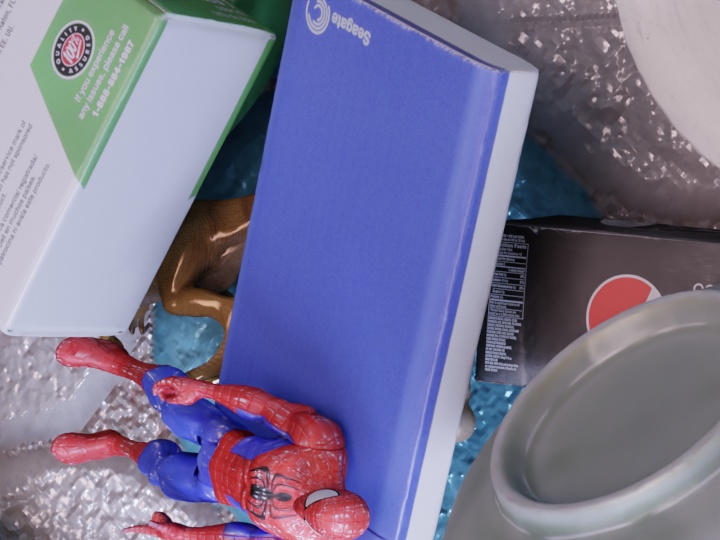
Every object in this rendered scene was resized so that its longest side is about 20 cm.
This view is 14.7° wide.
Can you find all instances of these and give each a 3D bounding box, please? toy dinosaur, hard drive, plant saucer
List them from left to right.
[{"bbox_3d":[-0.065,-0.007,1.166,0.199,0.060,0.107,-19,81,29],"label":"toy dinosaur"},{"bbox_3d":[0.000,0.000,1.051,0.132,0.025,0.201,34,118,49],"label":"hard drive"},{"bbox_3d":[0.099,0.059,0.919,0.199,0.201,0.050,-22,118,29],"label":"plant saucer"}]

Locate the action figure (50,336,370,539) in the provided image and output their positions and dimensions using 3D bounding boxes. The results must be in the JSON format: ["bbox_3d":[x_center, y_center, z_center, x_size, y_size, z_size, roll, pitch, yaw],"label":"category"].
[{"bbox_3d":[-0.059,0.072,1.077,0.199,0.051,0.066,15,100,51],"label":"action figure"}]

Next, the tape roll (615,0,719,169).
[{"bbox_3d":[0.194,-0.120,1.006,0.201,0.071,0.204,1,93,30],"label":"tape roll"}]

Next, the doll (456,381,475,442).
[{"bbox_3d":[0.013,0.039,1.100,0.136,0.048,0.201,-131,48,-64],"label":"doll"}]

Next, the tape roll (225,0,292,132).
[{"bbox_3d":[-0.119,-0.136,1.191,0.199,0.048,0.202,-1,88,33],"label":"tape roll"}]

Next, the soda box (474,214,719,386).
[{"bbox_3d":[0.146,0.019,1.038,0.199,0.071,0.064,7,96,30],"label":"soda box"}]

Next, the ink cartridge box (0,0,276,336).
[{"bbox_3d":[-0.155,-0.087,1.134,0.200,0.084,0.145,37,107,27],"label":"ink cartridge box"}]
